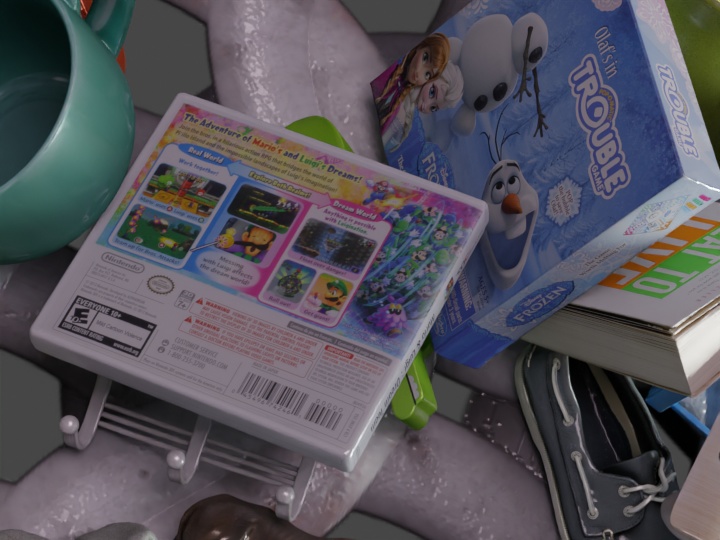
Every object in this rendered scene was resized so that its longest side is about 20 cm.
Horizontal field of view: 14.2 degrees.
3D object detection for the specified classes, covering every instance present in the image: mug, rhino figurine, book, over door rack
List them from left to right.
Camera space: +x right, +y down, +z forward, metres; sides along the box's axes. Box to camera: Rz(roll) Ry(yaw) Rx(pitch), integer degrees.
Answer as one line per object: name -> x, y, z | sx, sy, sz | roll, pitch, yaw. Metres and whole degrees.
mug -> -0.189, -0.087, 1.624 | 0.185, 0.114, 0.152 | -23, 63, 11
over door rack -> -0.071, 0.025, 1.646 | 0.147, 0.067, 0.200 | 18, 74, 14
rhino figurine -> -0.022, 0.190, 1.646 | 0.200, 0.060, 0.088 | 22, 67, -12
book -> 0.166, 0.002, 1.710 | 0.133, 0.200, 0.048 | -34, 119, -28

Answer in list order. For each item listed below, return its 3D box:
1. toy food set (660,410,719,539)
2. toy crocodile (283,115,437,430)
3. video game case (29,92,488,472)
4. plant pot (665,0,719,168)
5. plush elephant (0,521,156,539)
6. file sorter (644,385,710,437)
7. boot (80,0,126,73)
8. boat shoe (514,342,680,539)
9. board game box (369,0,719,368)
toy food set -> 0.217, 0.145, 1.672 | 0.060, 0.200, 0.144 | 18, 59, 20
toy crocodile -> 0.000, 0.000, 1.720 | 0.062, 0.068, 0.201 | -20, 76, 10
video game case -> -0.055, 0.003, 1.615 | 0.200, 0.024, 0.182 | 20, 60, 17
plant pot -> 0.210, -0.170, 1.781 | 0.200, 0.193, 0.201 | 6, 69, -17
plush elephant -> -0.182, 0.202, 1.533 | 0.164, 0.155, 0.201 | -14, 76, -22
file sorter -> 0.296, 0.027, 1.771 | 0.123, 0.139, 0.200 | 40, 64, -4
boot -> -0.166, -0.194, 1.733 | 0.107, 0.075, 0.200 | -15, 75, -28
boat shoe -> 0.154, 0.126, 1.727 | 0.073, 0.062, 0.200 | -18, 79, -27
board game box -> 0.103, -0.078, 1.686 | 0.043, 0.199, 0.200 | 21, 44, -41
